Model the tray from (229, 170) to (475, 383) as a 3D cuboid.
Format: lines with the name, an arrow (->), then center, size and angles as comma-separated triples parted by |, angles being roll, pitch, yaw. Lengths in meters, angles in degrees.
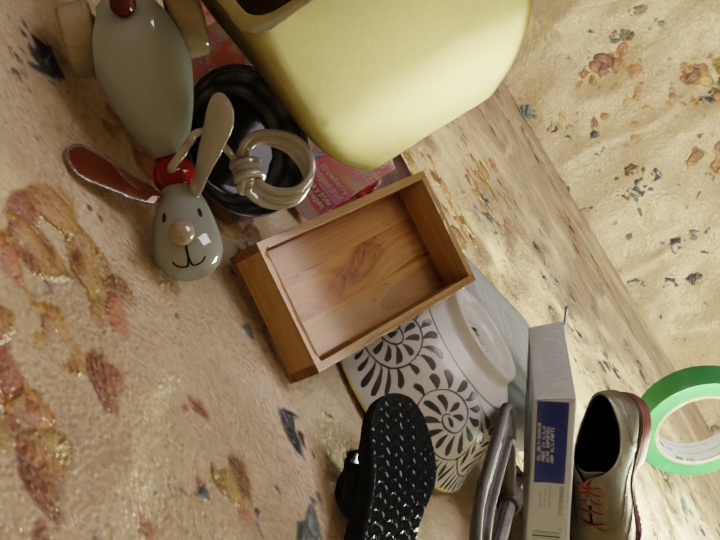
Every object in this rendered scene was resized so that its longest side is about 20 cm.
tray -> 0.000, 0.000, 0.904 | 0.200, 0.037, 0.099 | -27, 91, -48

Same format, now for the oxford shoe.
oxford shoe -> 0.206, 0.202, 1.066 | 0.075, 0.070, 0.200 | 21, 72, -52

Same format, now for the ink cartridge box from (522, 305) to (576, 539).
ink cartridge box -> 0.171, 0.158, 1.112 | 0.200, 0.041, 0.200 | -71, 161, -68

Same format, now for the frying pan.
frying pan -> -0.080, -0.131, 0.909 | 0.115, 0.031, 0.190 | 25, 68, -36

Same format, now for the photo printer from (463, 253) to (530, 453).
photo printer -> 0.122, 0.077, 1.223 | 0.200, 0.069, 0.166 | 43, 25, -44

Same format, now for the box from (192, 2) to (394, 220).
box -> -0.067, -0.153, 1.015 | 0.200, 0.095, 0.103 | 49, 17, -31

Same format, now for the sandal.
sandal -> 0.007, 0.157, 0.810 | 0.075, 0.048, 0.200 | 53, 30, -24

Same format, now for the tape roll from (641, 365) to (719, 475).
tape roll -> 0.540, 0.242, 1.932 | 0.200, 0.200, 0.048 | 50, 19, -31

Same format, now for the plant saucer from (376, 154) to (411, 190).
plant saucer -> 0.004, -0.119, 1.276 | 0.200, 0.034, 0.200 | 53, 18, -25

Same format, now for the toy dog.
toy dog -> -0.125, -0.103, 0.745 | 0.200, 0.132, 0.096 | 53, -7, 10

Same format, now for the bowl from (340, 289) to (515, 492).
bowl -> 0.068, 0.075, 1.012 | 0.201, 0.094, 0.201 | 49, 19, -23

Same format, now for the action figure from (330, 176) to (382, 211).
action figure -> 0.008, -0.036, 1.045 | 0.065, 0.099, 0.200 | 58, 19, -3

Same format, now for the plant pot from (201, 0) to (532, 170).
plant pot -> -0.001, -0.186, 0.816 | 0.194, 0.195, 0.200 | 53, -8, 38

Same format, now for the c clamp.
c clamp -> 0.111, 0.199, 0.958 | 0.200, 0.027, 0.171 | -53, 147, -62
